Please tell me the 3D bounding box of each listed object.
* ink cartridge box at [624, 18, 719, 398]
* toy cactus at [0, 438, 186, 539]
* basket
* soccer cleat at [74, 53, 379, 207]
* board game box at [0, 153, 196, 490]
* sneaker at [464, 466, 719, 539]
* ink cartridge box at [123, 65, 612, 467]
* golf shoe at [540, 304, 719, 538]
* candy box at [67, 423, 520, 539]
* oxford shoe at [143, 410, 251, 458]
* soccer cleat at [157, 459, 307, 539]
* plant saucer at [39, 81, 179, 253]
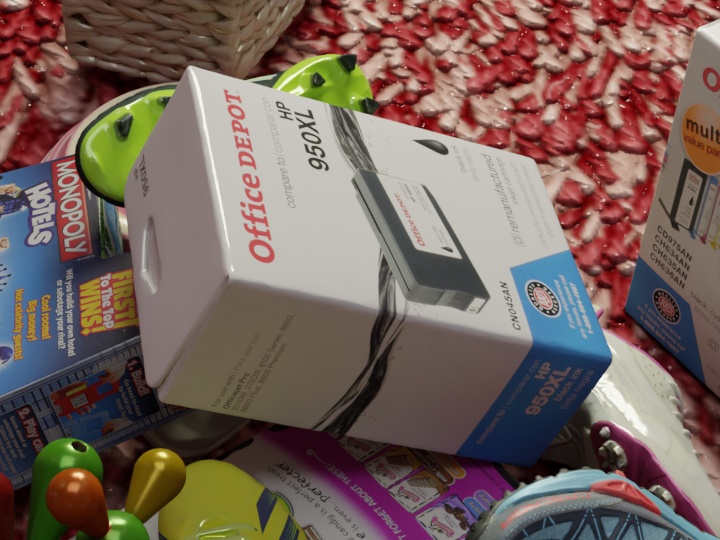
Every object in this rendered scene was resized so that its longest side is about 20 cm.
[{"bbox_3d":[0.255,-0.033,0.902,0.144,0.201,0.147,-23,50,-28],"label":"ink cartridge box"},{"bbox_3d":[-0.117,0.152,0.579,0.164,0.102,0.201,-25,62,8],"label":"toy cactus"},{"bbox_3d":[-0.101,-0.218,1.101,0.135,0.124,0.200,15,41,14],"label":"basket"},{"bbox_3d":[-0.076,-0.068,0.909,0.199,0.081,0.068,-21,90,-42],"label":"soccer cleat"},{"bbox_3d":[-0.168,0.030,0.852,0.198,0.062,0.201,-14,41,1],"label":"board game box"},{"bbox_3d":[0.138,0.150,0.731,0.199,0.080,0.096,19,16,-18],"label":"sneaker"},{"bbox_3d":[0.000,0.000,0.795,0.199,0.084,0.145,12,40,-27],"label":"ink cartridge box"},{"bbox_3d":[0.142,0.084,0.862,0.091,0.076,0.200,-20,50,-30],"label":"golf shoe"},{"bbox_3d":[-0.021,0.142,0.787,0.199,0.061,0.136,-26,53,-31],"label":"candy box"},{"bbox_3d":[-0.049,0.010,0.887,0.075,0.058,0.200,40,70,-5],"label":"oxford shoe"},{"bbox_3d":[-0.048,0.144,0.667,0.064,0.084,0.201,-26,46,7],"label":"soccer cleat"},{"bbox_3d":[-0.095,-0.046,0.983,0.199,0.051,0.201,3,43,-3],"label":"plant saucer"}]
